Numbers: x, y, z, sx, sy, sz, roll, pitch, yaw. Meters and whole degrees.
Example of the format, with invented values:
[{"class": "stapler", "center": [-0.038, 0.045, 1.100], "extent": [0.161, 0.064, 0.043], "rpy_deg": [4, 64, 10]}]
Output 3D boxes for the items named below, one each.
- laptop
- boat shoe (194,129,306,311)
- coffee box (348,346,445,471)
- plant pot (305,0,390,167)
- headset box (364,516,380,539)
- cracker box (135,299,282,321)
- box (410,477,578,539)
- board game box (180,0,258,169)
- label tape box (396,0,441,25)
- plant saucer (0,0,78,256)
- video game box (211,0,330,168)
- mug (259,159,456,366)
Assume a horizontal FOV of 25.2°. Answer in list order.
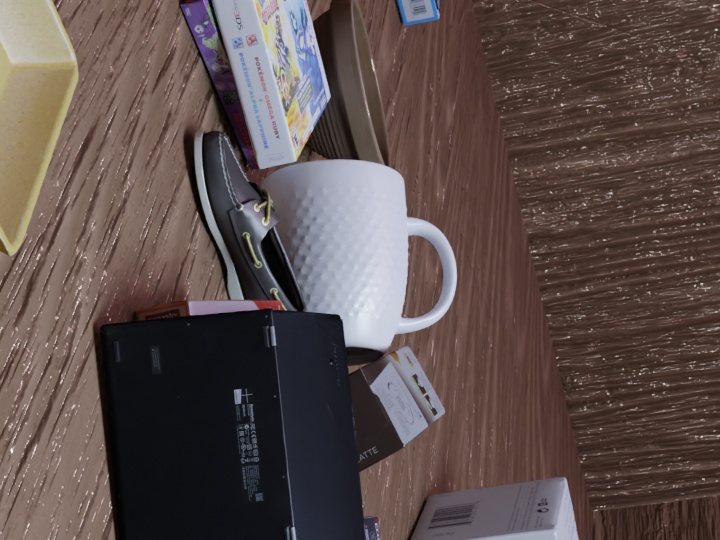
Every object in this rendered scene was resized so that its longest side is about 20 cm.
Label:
[{"class": "laptop", "center": [-0.091, 0.130, 1.221], "extent": [0.116, 0.198, 0.190], "rpy_deg": [142, -58, -77]}, {"class": "boat shoe", "center": [-0.101, -0.040, 1.469], "extent": [0.072, 0.060, 0.203], "rpy_deg": [-76, 154, -59]}, {"class": "coffee box", "center": [-0.003, 0.138, 1.492], "extent": [0.080, 0.114, 0.200], "rpy_deg": [60, 12, 4]}, {"class": "plant pot", "center": [-0.030, -0.197, 1.782], "extent": [0.201, 0.092, 0.203], "rpy_deg": [-11, 90, -84]}, {"class": "headset box", "center": [-0.026, 0.313, 1.524], "extent": [0.200, 0.074, 0.150], "rpy_deg": [22, 61, -75]}, {"class": "cracker box", "center": [-0.107, 0.125, 1.277], "extent": [0.134, 0.057, 0.202], "rpy_deg": [1, 79, -60]}, {"class": "box", "center": [0.178, 0.372, 2.083], "extent": [0.199, 0.198, 0.132], "rpy_deg": [-49, 129, -73]}, {"class": "board game box", "center": [-0.122, -0.213, 1.568], "extent": [0.121, 0.032, 0.201], "rpy_deg": [-90, 164, -48]}, {"class": "label tape box", "center": [0.087, -0.505, 2.570], "extent": [0.201, 0.065, 0.144], "rpy_deg": [-79, 156, -52]}, {"class": "plant saucer", "center": [-0.243, -0.141, 0.960], "extent": [0.201, 0.048, 0.201], "rpy_deg": [-84, 161, -48]}, {"class": "video game box", "center": [-0.085, -0.221, 1.579], "extent": [0.200, 0.046, 0.184], "rpy_deg": [-70, 146, -64]}, {"class": "mug", "center": [0.000, 0.000, 1.588], "extent": [0.148, 0.198, 0.177], "rpy_deg": [134, -44, -67]}]
